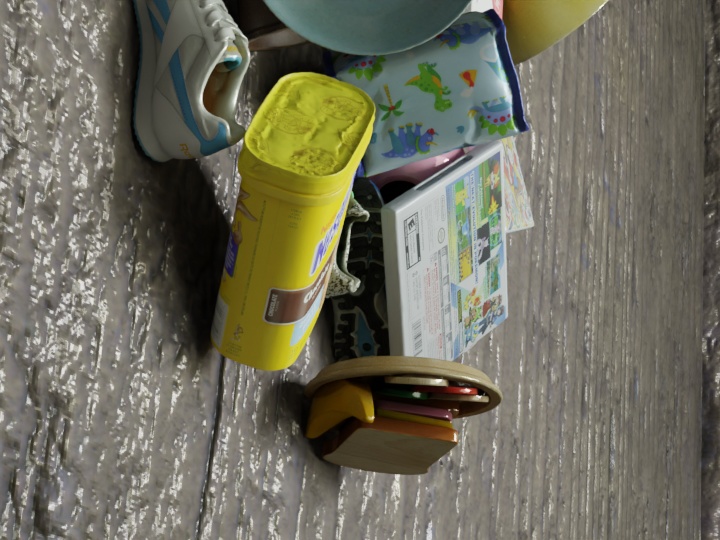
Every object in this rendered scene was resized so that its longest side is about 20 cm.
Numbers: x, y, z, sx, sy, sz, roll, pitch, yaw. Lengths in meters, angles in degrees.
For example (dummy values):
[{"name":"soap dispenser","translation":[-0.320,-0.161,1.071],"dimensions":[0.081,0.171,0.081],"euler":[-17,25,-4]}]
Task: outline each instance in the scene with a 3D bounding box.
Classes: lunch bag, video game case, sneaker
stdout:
[{"name":"lunch bag","translation":[0.055,-0.176,1.550],"dimensions":[0.200,0.169,0.128],"euler":[-104,179,-67]},{"name":"video game case","translation":[0.142,-0.139,1.793],"dimensions":[0.182,0.023,0.202],"euler":[-13,90,-74]},{"name":"video game case","translation":[0.085,-0.004,1.627],"dimensions":[0.182,0.022,0.201],"euler":[-34,129,-43]},{"name":"sneaker","translation":[-0.128,-0.186,1.287],"dimensions":[0.076,0.080,0.202],"euler":[5,82,-67]},{"name":"sneaker","translation":[0.000,0.000,1.625],"dimensions":[0.090,0.078,0.202],"euler":[-71,160,-62]},{"name":"sneaker","translation":[-0.031,-0.063,1.508],"dimensions":[0.077,0.088,0.202],"euler":[9,79,-68]}]

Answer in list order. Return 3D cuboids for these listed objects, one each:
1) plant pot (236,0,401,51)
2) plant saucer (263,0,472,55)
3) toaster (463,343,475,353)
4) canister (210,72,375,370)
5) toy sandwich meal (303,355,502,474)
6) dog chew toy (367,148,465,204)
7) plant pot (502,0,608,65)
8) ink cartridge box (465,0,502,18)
[{"name":"plant pot","translation":[-0.029,-0.306,1.422],"dimensions":[0.200,0.199,0.200],"euler":[-21,100,-68]},{"name":"plant saucer","translation":[0.004,-0.265,1.315],"dimensions":[0.039,0.199,0.203],"euler":[112,-22,-84]},{"name":"toaster","translation":[0.084,0.006,1.763],"dimensions":[0.200,0.113,0.130],"euler":[-52,138,-63]},{"name":"canister","translation":[-0.058,-0.037,1.345],"dimensions":[0.149,0.086,0.201],"euler":[-66,172,-53]},{"name":"toy sandwich meal","translation":[0.035,0.135,1.536],"dimensions":[0.205,0.203,0.071],"euler":[40,49,-62]},{"name":"dog chew toy","translation":[0.052,-0.129,1.697],"dimensions":[0.201,0.123,0.125],"euler":[-78,156,-50]},{"name":"plant pot","translation":[0.211,-0.371,2.071],"dimensions":[0.142,0.199,0.200],"euler":[50,34,-15]},{"name":"ink cartridge box","translation":[0.116,-0.252,1.934],"dimensions":[0.116,0.067,0.202],"euler":[43,49,-61]}]
